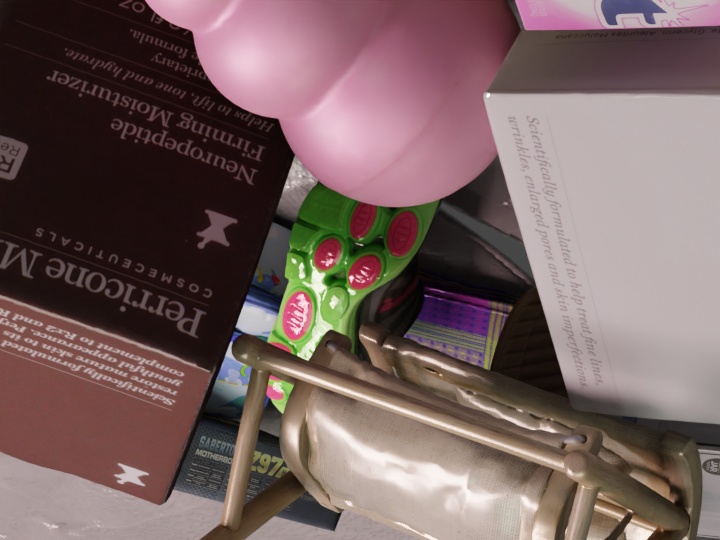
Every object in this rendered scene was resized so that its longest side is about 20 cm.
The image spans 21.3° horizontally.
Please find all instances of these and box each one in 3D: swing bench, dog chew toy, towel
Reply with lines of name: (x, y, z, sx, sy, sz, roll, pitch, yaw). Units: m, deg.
swing bench: (0.054, 0.112, 0.987, 0.199, 0.130, 0.200, 18, -168, 27)
dog chew toy: (-0.020, -0.116, 0.888, 0.200, 0.125, 0.124, 33, 144, -22)
towel: (0.074, 0.050, 1.211, 0.200, 0.023, 0.144, 13, 147, 9)

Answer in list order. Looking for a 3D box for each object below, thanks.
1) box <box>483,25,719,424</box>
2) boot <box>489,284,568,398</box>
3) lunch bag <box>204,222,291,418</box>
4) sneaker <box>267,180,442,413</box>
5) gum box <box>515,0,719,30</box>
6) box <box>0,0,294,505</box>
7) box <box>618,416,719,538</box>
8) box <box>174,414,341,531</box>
box: (0.187, -0.040, 0.881, 0.200, 0.131, 0.199, 3, 131, 28)
boot: (0.093, 0.102, 1.168, 0.072, 0.200, 0.166, 2, -176, -9)
lunch bag: (-0.134, 0.009, 1.200, 0.200, 0.083, 0.161, 21, 144, -6)
sneaker: (0.000, 0.000, 1.113, 0.077, 0.084, 0.200, 35, 124, 14)
gum box: (0.102, -0.176, 0.734, 0.113, 0.066, 0.200, 3, 145, 25)
box: (-0.134, -0.021, 0.978, 0.166, 0.200, 0.164, 20, 147, -4)
box: (0.243, 0.114, 1.166, 0.200, 0.060, 0.117, 5, 146, 7)
box: (-0.126, 0.114, 1.275, 0.200, 0.051, 0.158, 21, 177, -43)
